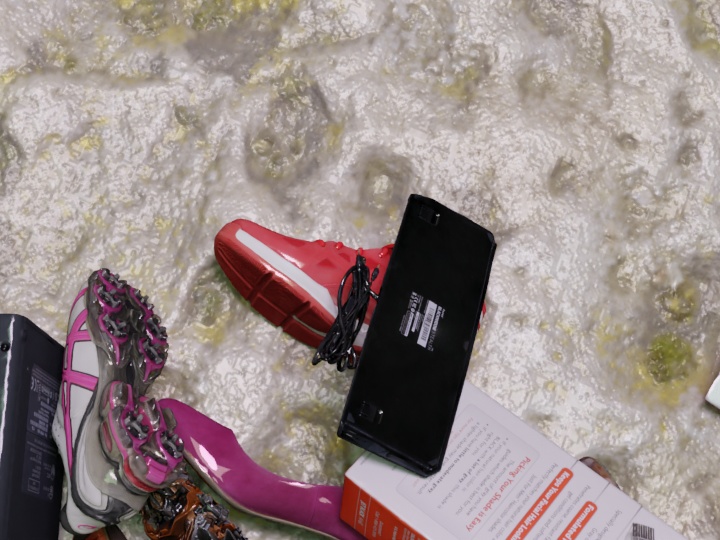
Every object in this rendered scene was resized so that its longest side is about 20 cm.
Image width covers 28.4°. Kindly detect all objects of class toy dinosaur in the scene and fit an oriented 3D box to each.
[{"bbox_3d":[-0.084,0.202,0.911,0.199,0.136,0.103,29,95,13],"label":"toy dinosaur"}]

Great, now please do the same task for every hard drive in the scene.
[{"bbox_3d":[-0.220,0.141,0.905,0.032,0.140,0.203,1,76,3],"label":"hard drive"}]

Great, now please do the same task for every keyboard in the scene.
[{"bbox_3d":[0.025,0.036,0.944,0.103,0.040,0.201,30,52,-14],"label":"keyboard"}]

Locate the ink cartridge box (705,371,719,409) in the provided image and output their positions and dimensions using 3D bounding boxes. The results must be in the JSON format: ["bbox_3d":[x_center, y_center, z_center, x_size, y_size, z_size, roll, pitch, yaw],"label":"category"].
[{"bbox_3d":[0.364,0.052,1.054,0.159,0.047,0.201,32,84,1],"label":"ink cartridge box"}]

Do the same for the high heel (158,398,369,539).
[{"bbox_3d":[-0.044,0.134,0.963,0.200,0.067,0.096,42,81,1],"label":"high heel"}]

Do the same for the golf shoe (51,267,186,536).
[{"bbox_3d":[-0.174,0.080,0.934,0.092,0.072,0.201,-38,37,19],"label":"golf shoe"}]

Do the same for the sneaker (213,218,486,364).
[{"bbox_3d":[0.000,0.000,1.011,0.199,0.078,0.116,36,66,-9],"label":"sneaker"}]

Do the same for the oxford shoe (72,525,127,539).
[{"bbox_3d":[-0.132,0.251,0.939,0.072,0.071,0.202,-13,69,-42],"label":"oxford shoe"}]

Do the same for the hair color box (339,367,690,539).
[{"bbox_3d":[0.097,0.166,0.908,0.199,0.064,0.111,35,59,20],"label":"hair color box"}]

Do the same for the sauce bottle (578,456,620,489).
[{"bbox_3d":[0.090,0.201,0.969,0.199,0.065,0.065,-30,81,-11],"label":"sauce bottle"}]
